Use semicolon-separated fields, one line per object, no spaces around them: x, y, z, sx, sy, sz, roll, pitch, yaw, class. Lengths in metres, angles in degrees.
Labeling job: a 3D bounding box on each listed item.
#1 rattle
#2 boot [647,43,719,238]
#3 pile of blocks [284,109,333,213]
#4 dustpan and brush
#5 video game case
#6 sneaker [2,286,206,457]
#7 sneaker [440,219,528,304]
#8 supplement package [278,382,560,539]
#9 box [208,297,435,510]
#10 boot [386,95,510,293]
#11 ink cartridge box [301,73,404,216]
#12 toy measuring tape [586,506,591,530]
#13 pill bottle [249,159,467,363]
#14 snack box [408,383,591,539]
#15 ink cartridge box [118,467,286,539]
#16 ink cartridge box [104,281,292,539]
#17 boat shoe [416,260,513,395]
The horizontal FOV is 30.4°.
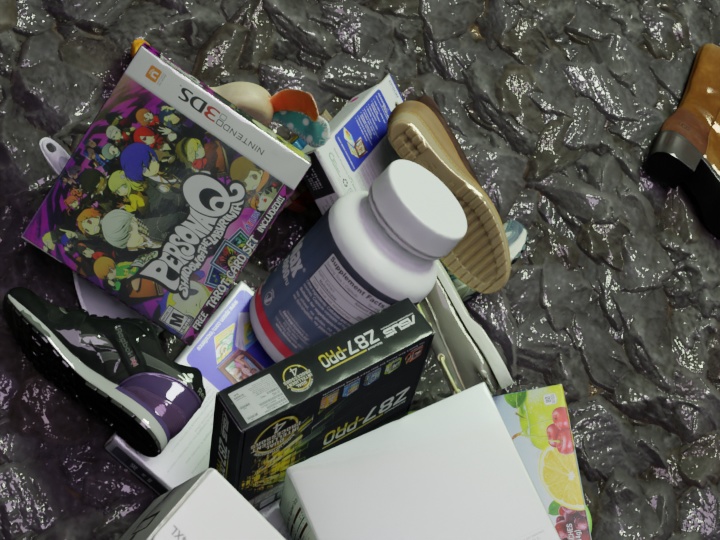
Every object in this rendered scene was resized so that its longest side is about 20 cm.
-0.122;-0.170;1.242;0.130;0.198;0.144;48;33;-35;rattle
0.436;-0.143;1.548;0.187;0.069;0.201;35;57;-1;boot
-0.075;-0.077;1.286;0.200;0.082;0.062;-45;103;-26;pile of blocks
-0.232;-0.035;1.218;0.139;0.057;0.201;-41;92;-27;dustpan and brush
-0.169;-0.065;1.164;0.180;0.036;0.201;34;99;-12;video game case
-0.224;0.072;1.171;0.199;0.076;0.088;39;59;10;sneaker
0.088;-0.006;1.338;0.199;0.078;0.087;-37;87;-28;sneaker
0.054;0.239;1.126;0.189;0.147;0.202;-21;73;-14;supplement package
-0.038;0.122;1.149;0.198;0.162;0.049;-26;62;-28;box
0.098;-0.083;1.318;0.202;0.072;0.166;59;18;-5;boot
0.005;-0.115;1.318;0.096;0.037;0.200;62;35;-17;ink cartridge box
0.200;0.286;1.294;0.072;0.074;0.203;-3;74;-23;toy measuring tape
0.000;0.000;1.195;0.119;0.200;0.120;31;31;-22;pill bottle
0.128;0.224;1.252;0.166;0.068;0.203;-10;75;7;snack box
-0.123;0.254;1.098;0.146;0.200;0.084;45;63;-5;ink cartridge box
-0.099;0.149;1.228;0.200;0.043;0.199;41;63;-5;ink cartridge box
0.068;0.036;1.251;0.060;0.072;0.203;-33;71;3;boat shoe
